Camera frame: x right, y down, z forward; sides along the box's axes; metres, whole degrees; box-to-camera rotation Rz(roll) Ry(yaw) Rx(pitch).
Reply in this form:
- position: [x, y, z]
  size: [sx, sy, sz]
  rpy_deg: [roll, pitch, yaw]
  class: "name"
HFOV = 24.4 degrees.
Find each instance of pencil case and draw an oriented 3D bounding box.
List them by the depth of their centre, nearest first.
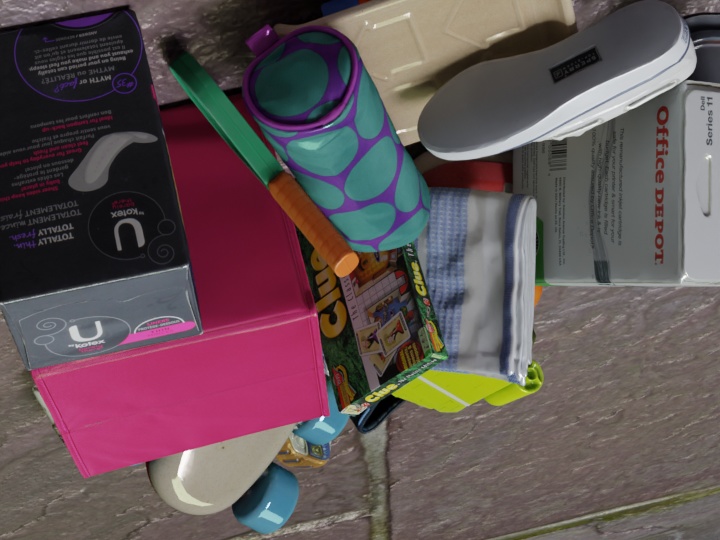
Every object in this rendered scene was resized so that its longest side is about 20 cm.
- position: [-0.015, -0.087, 1.158]
  size: [0.085, 0.092, 0.200]
  rpy_deg: [-36, 151, -2]
  class: "pencil case"

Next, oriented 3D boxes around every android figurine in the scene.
- position: [0.061, 0.064, 1.411]
  size: [0.182, 0.041, 0.200]
  rpy_deg: [30, 152, -12]
  class: "android figurine"

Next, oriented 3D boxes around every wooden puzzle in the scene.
- position: [0.054, -0.159, 1.188]
  size: [0.200, 0.046, 0.185]
  rpy_deg: [-14, 153, 8]
  class: "wooden puzzle"

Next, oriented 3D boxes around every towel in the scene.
- position: [0.047, 0.007, 1.308]
  size: [0.200, 0.147, 0.024]
  rpy_deg: [6, -174, 33]
  class: "towel"

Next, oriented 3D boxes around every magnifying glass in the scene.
- position: [-0.067, -0.073, 1.123]
  size: [0.022, 0.200, 0.080]
  rpy_deg: [-40, 156, -4]
  class: "magnifying glass"

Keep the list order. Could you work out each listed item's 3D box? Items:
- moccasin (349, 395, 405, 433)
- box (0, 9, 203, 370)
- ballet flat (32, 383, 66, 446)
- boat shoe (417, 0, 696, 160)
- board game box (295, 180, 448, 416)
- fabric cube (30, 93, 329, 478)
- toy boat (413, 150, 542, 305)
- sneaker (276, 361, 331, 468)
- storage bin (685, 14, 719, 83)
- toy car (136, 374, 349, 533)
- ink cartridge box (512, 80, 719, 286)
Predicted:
- position: [0.061, 0.100, 1.659]
  size: [0.080, 0.068, 0.200]
  rpy_deg: [7, 146, -37]
  class: "moccasin"
- position: [-0.183, -0.053, 1.090]
  size: [0.122, 0.200, 0.106]
  rpy_deg: [-11, 153, -6]
  class: "box"
- position: [-0.254, 0.095, 1.508]
  size: [0.075, 0.068, 0.200]
  rpy_deg: [19, 137, -14]
  class: "ballet flat"
- position: [0.140, -0.118, 1.165]
  size: [0.200, 0.074, 0.065]
  rpy_deg: [-18, 149, 19]
  class: "boat shoe"
- position: [0.000, 0.000, 1.287]
  size: [0.023, 0.200, 0.105]
  rpy_deg: [10, 144, -42]
  class: "board game box"
- position: [-0.143, 0.012, 1.243]
  size: [0.199, 0.196, 0.200]
  rpy_deg: [-12, 153, -4]
  class: "fabric cube"
- position: [0.116, -0.022, 1.382]
  size: [0.200, 0.131, 0.131]
  rpy_deg: [3, 149, -32]
  class: "toy boat"
- position: [-0.064, 0.096, 1.595]
  size: [0.075, 0.088, 0.200]
  rpy_deg: [4, 132, 9]
  class: "sneaker"
- position: [0.286, -0.089, 1.337]
  size: [0.145, 0.135, 0.200]
  rpy_deg: [-2, 152, -23]
  class: "storage bin"
- position: [-0.146, 0.110, 1.497]
  size: [0.184, 0.200, 0.177]
  rpy_deg: [31, 90, -31]
  class: "toy car"
- position: [0.205, -0.060, 1.253]
  size: [0.083, 0.147, 0.200]
  rpy_deg: [1, 180, -32]
  class: "ink cartridge box"
